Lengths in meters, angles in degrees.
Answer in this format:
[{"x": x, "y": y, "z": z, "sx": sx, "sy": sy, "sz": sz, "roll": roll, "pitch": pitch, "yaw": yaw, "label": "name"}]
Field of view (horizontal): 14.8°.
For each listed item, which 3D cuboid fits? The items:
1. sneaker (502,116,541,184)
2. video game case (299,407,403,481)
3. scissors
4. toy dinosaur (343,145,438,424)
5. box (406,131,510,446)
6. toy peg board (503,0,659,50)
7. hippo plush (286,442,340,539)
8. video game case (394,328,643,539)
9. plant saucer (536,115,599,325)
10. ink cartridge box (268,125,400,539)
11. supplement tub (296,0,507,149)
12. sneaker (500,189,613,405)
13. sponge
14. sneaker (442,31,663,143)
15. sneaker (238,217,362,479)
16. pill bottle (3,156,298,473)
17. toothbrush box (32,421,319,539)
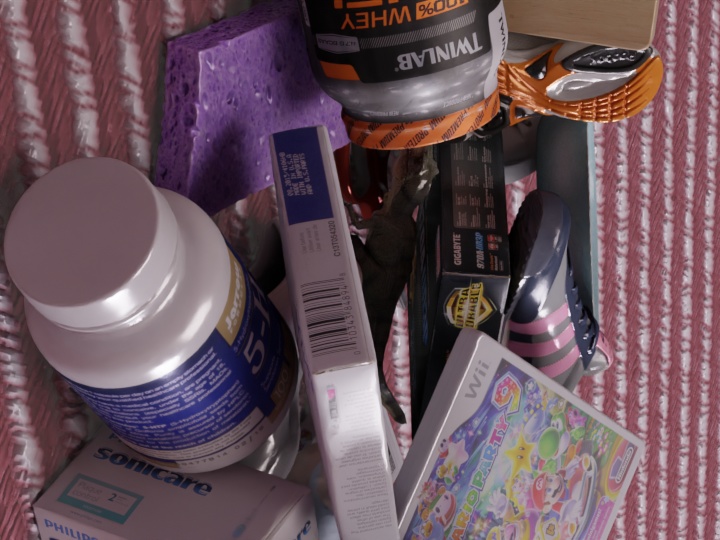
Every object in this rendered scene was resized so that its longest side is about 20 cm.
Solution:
[{"x": 0.108, "y": -0.134, "z": 1.969, "sx": 0.200, "sy": 0.073, "sz": 0.085, "roll": -58, "pitch": 150, "yaw": -53, "label": "sneaker"}, {"x": -0.034, "y": 0.171, "z": 1.919, "sx": 0.200, "sy": 0.018, "sz": 0.143, "roll": -59, "pitch": 152, "yaw": -28, "label": "video game case"}, {"x": 0.008, "y": -0.033, "z": 1.887, "sx": 0.073, "sy": 0.014, "sz": 0.200, "roll": -51, "pitch": 148, "yaw": -43, "label": "scissors"}, {"x": 0.000, "y": 0.000, "z": 1.800, "sx": 0.047, "sy": 0.088, "sz": 0.201, "roll": -30, "pitch": 133, "yaw": -53, "label": "toy dinosaur"}, {"x": 0.063, "y": 0.005, "z": 1.826, "sx": 0.200, "sy": 0.046, "sz": 0.159, "roll": -90, "pitch": -173, "yaw": -51, "label": "box"}, {"x": 0.103, "y": -0.260, "z": 1.750, "sx": 0.098, "sy": 0.199, "sz": 0.200, "roll": -59, "pitch": 156, "yaw": -66, "label": "toy peg board"}, {"x": -0.033, "y": 0.218, "z": 1.817, "sx": 0.161, "sy": 0.159, "sz": 0.200, "roll": -41, "pitch": -174, "yaw": -20, "label": "hippo plush"}, {"x": 0.097, "y": 0.138, "z": 1.752, "sx": 0.200, "sy": 0.018, "sz": 0.144, "roll": 33, "pitch": 77, "yaw": -46, "label": "video game case"}, {"x": 0.141, "y": -0.044, "z": 1.884, "sx": 0.201, "sy": 0.039, "sz": 0.202, "roll": -2, "pitch": 90, "yaw": -85, "label": "plant saucer"}, {"x": -0.015, "y": 0.053, "z": 1.612, "sx": 0.197, "sy": 0.043, "sz": 0.200, "roll": -103, "pitch": -175, "yaw": -45, "label": "ink cartridge box"}, {"x": 0.019, "y": -0.181, "z": 1.641, "sx": 0.123, "sy": 0.122, "sz": 0.201, "roll": -40, "pitch": 124, "yaw": -49, "label": "supplement tub"}, {"x": 0.128, "y": 0.029, "z": 1.798, "sx": 0.070, "sy": 0.082, "sz": 0.200, "roll": -87, "pitch": -176, "yaw": -46, "label": "sneaker"}, {"x": -0.060, "y": -0.106, "z": 1.683, "sx": 0.200, "sy": 0.030, "sz": 0.112, "roll": -31, "pitch": 133, "yaw": -55, "label": "sponge"}, {"x": 0.091, "y": -0.137, "z": 1.800, "sx": 0.092, "sy": 0.199, "sz": 0.076, "roll": -100, "pitch": -169, "yaw": -58, "label": "sneaker"}, {"x": -0.075, "y": 0.062, "z": 1.729, "sx": 0.088, "sy": 0.075, "sz": 0.200, "roll": 36, "pitch": 70, "yaw": -46, "label": "sneaker"}, {"x": -0.118, "y": 0.023, "z": 1.538, "sx": 0.120, "sy": 0.119, "sz": 0.200, "roll": -65, "pitch": 154, "yaw": -17, "label": "pill bottle"}, {"x": -0.099, "y": 0.203, "z": 1.657, "sx": 0.085, "sy": 0.146, "sz": 0.200, "roll": -50, "pitch": 147, "yaw": -39, "label": "toothbrush box"}]
